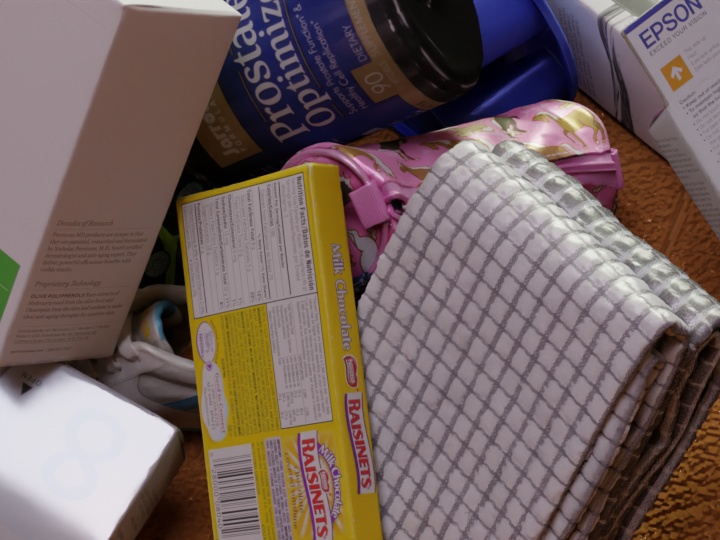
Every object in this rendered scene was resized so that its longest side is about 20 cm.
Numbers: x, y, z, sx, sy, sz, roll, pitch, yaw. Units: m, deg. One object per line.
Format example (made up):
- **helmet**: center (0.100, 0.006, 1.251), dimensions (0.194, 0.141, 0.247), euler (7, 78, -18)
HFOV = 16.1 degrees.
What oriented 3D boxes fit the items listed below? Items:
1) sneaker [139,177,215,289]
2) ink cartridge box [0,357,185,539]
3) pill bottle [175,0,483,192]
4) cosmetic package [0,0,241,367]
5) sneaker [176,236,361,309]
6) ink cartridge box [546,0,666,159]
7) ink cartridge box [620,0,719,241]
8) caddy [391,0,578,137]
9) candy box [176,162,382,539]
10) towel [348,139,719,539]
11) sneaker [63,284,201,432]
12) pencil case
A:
- **sneaker**: center (-0.095, -0.069, 1.439), dimensions (0.076, 0.075, 0.201), euler (21, 74, 40)
- **ink cartridge box**: center (-0.206, 0.129, 1.272), dimensions (0.160, 0.047, 0.200), euler (28, 70, 14)
- **pill bottle**: center (-0.046, -0.109, 1.317), dimensions (0.199, 0.112, 0.112), euler (-22, 43, 25)
- **cosmetic package**: center (-0.150, -0.065, 1.269), dimensions (0.085, 0.201, 0.107), euler (-4, 32, -47)
- **sneaker**: center (0.000, 0.000, 1.364), dimensions (0.199, 0.070, 0.082), euler (25, 50, 27)
- **ink cartridge box**: center (0.207, -0.137, 1.413), dimensions (0.146, 0.083, 0.200), euler (-34, 48, -14)
- **ink cartridge box**: center (0.247, -0.091, 1.296), dimensions (0.196, 0.200, 0.043), euler (-37, 10, -17)
- **caddy**: center (0.041, -0.151, 1.437), dimensions (0.105, 0.142, 0.200), euler (-38, 50, -13)
- **candy box**: center (-0.040, 0.054, 1.250), dimensions (0.102, 0.026, 0.201), euler (-11, 83, 42)
- **towel**: center (0.075, 0.060, 1.215), dimensions (0.085, 0.201, 0.166), euler (-3, 37, -46)
- **sneaker**: center (-0.122, 0.048, 1.348), dimensions (0.199, 0.081, 0.077), euler (-10, 48, 10)
- **pencil case**: center (0.049, -0.040, 1.318), dimensions (0.199, 0.083, 0.086), euler (-14, 47, -45)
